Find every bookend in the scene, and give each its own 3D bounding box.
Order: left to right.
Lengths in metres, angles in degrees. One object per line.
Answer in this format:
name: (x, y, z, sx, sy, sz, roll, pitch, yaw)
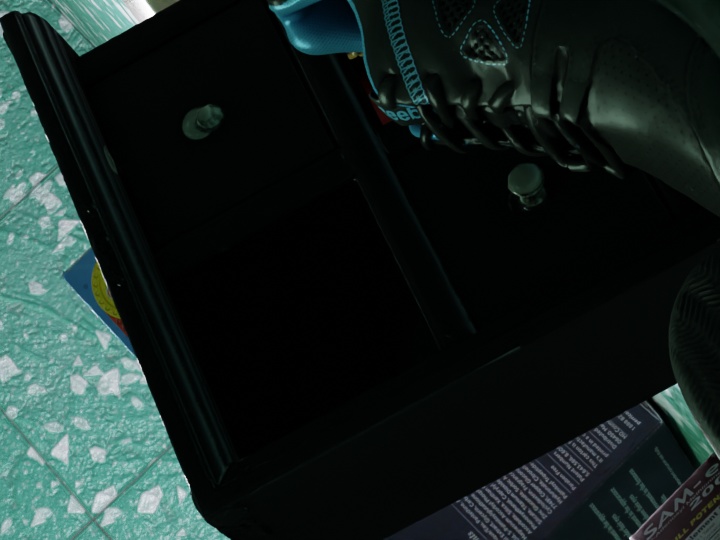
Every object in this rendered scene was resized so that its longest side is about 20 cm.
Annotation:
bookend: (0.013, -0.035, 0.674, 0.199, 0.199, 0.092, 65, -175, 26)

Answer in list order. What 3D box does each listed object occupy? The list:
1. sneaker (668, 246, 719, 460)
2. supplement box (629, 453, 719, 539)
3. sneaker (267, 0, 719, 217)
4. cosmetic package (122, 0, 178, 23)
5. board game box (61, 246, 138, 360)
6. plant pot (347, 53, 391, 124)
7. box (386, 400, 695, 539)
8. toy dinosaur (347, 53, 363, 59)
sneaker: (0.172, 0.071, 0.557, 0.200, 0.075, 0.115, 38, 177, 21)
supplement box: (0.206, 0.167, 0.865, 0.109, 0.061, 0.200, 48, 177, -26)
sneaker: (0.051, -0.056, 0.588, 0.200, 0.082, 0.073, 41, 171, 43)
cosmetic package: (-0.082, -0.147, 1.072, 0.200, 0.073, 0.104, 54, 173, -28)
board game box: (-0.009, 0.007, 1.011, 0.200, 0.196, 0.056, 46, -178, 3)
plant pot: (0.000, 0.000, 0.883, 0.183, 0.200, 0.200, 50, 176, 6)
box: (0.109, 0.163, 1.279, 0.104, 0.200, 0.148, 43, 175, 38)
toy dinosaur: (-0.021, -0.147, 0.778, 0.200, 0.060, 0.106, 47, 143, -13)
